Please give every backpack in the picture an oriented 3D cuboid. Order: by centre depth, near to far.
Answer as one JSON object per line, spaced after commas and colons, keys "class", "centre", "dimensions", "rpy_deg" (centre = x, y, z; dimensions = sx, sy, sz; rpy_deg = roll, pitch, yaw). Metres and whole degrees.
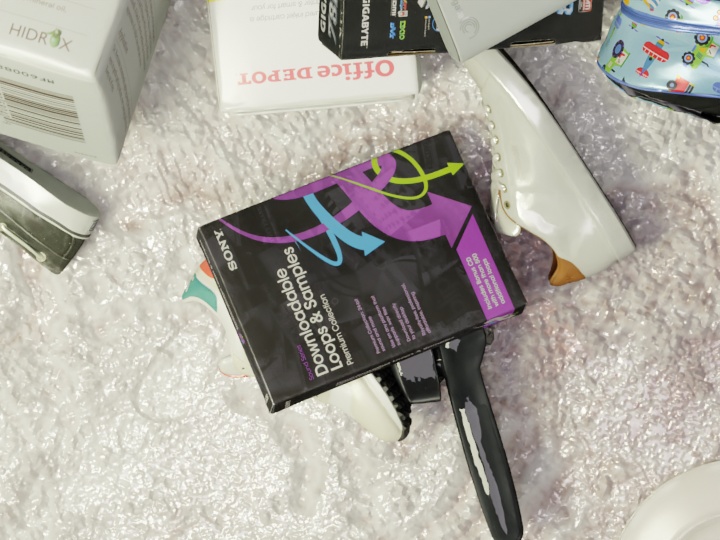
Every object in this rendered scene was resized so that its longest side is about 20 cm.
{"class": "backpack", "centre": [0.266, -0.171, 1.658], "dimensions": [0.200, 0.183, 0.135], "rpy_deg": [8, 109, 8]}

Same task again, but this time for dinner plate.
{"class": "dinner plate", "centre": [0.285, 0.239, 1.810], "dimensions": [0.200, 0.024, 0.201], "rpy_deg": [1, 100, 6]}

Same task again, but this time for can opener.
{"class": "can opener", "centre": [0.080, 0.107, 1.782], "dimensions": [0.078, 0.063, 0.200], "rpy_deg": [-20, 95, 10]}

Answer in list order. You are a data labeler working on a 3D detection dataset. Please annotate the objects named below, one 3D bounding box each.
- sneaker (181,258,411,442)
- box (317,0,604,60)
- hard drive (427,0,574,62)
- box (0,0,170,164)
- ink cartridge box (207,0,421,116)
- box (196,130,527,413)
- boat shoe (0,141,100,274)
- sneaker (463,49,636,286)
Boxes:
{"class": "sneaker", "centre": [-0.049, 0.061, 1.786], "dimensions": [0.093, 0.070, 0.200], "rpy_deg": [-41, 89, 13]}
{"class": "box", "centre": [0.073, -0.248, 1.644], "dimensions": [0.198, 0.050, 0.200], "rpy_deg": [-7, 114, -21]}
{"class": "hard drive", "centre": [0.127, -0.243, 1.627], "dimensions": [0.200, 0.026, 0.132], "rpy_deg": [-30, 119, -10]}
{"class": "box", "centre": [-0.239, -0.201, 1.665], "dimensions": [0.200, 0.199, 0.172], "rpy_deg": [17, 76, 3]}
{"class": "ink cartridge box", "centre": [-0.036, -0.218, 1.724], "dimensions": [0.145, 0.083, 0.200], "rpy_deg": [-4, 99, 5]}
{"class": "box", "centre": [0.000, 0.000, 1.734], "dimensions": [0.200, 0.036, 0.143], "rpy_deg": [-22, 78, -9]}
{"class": "boat shoe", "centre": [-0.290, -0.070, 1.782], "dimensions": [0.200, 0.071, 0.064], "rpy_deg": [34, 100, -3]}
{"class": "sneaker", "centre": [0.113, -0.076, 1.742], "dimensions": [0.085, 0.073, 0.200], "rpy_deg": [-32, 97, 7]}
